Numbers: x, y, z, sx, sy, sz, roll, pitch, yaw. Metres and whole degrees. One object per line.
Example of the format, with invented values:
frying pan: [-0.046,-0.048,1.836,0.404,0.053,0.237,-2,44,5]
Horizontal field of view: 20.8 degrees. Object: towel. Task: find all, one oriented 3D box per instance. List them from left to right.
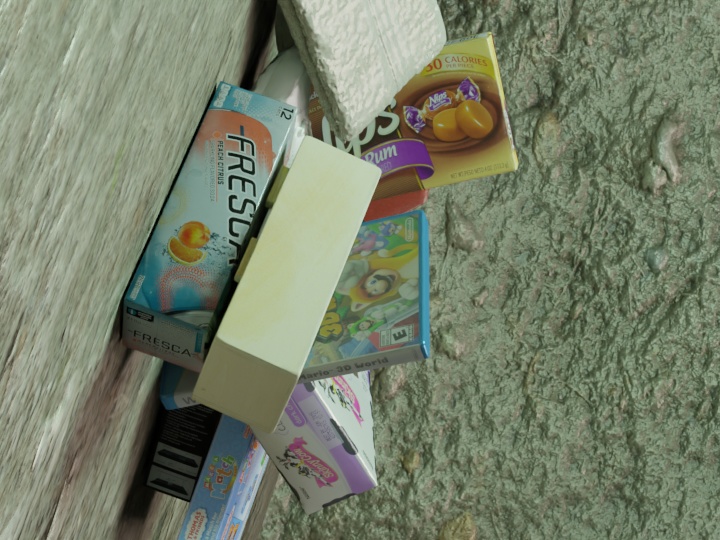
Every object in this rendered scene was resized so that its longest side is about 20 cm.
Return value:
towel: [-0.002,-0.208,1.526,0.133,0.034,0.201,-46,141,-22]

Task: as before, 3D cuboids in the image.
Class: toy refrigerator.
toy refrigerator: [-0.053,0.006,1.374,0.076,0.069,0.201,116,-3,-50]

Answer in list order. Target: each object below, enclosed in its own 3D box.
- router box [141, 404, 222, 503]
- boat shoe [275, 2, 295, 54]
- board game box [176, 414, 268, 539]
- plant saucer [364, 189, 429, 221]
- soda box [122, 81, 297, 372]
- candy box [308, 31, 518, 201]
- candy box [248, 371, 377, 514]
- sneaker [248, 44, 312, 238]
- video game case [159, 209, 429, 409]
router box: [-0.132,0.097,1.780,0.200,0.052,0.159,-63,171,-71]
boat shoe: [-0.020,-0.252,1.578,0.060,0.071,0.202,-62,166,-68]
board game box: [-0.115,0.187,1.761,0.200,0.036,0.153,84,25,-81]
plant saucer: [-0.009,-0.057,1.932,0.199,0.037,0.200,-29,-172,7]
soda box: [-0.106,-0.033,1.395,0.069,0.063,0.201,104,5,-59]
candy box: [0.027,-0.125,1.680,0.056,0.198,0.118,-61,139,-77]
candy box: [-0.054,0.075,1.667,0.201,0.071,0.168,-93,157,-55]
sneaker: [-0.057,-0.081,1.585,0.078,0.099,0.202,-43,153,-63]
video game case: [-0.047,0.027,1.439,0.144,0.198,0.018,-89,162,-46]
